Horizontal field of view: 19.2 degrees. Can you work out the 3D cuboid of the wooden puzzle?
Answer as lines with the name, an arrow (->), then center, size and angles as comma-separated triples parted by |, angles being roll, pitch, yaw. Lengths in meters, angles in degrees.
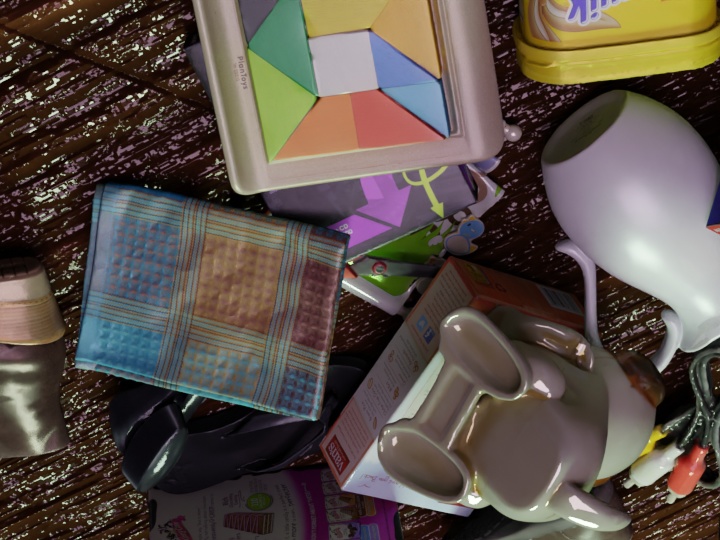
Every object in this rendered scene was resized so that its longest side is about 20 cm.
wooden puzzle -> -0.009, -0.150, 1.481 | 0.199, 0.037, 0.185 | -9, 111, 4

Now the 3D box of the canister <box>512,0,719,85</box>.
canister -> 0.177, -0.242, 1.477 | 0.148, 0.087, 0.200 | -7, 119, -3

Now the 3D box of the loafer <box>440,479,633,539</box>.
loafer -> 0.139, 0.212, 1.691 | 0.071, 0.073, 0.200 | 48, 147, -16

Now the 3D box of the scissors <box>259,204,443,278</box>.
scissors -> 0.000, 0.000, 1.623 | 0.200, 0.014, 0.073 | 18, 114, -18

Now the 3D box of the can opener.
can opener -> -0.128, 0.077, 1.628 | 0.063, 0.079, 0.200 | 3, 126, -54

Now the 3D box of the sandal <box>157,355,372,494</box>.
sandal -> -0.074, 0.133, 1.691 | 0.200, 0.043, 0.076 | -26, 120, 8

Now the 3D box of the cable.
cable -> 0.268, 0.127, 1.683 | 0.097, 0.050, 0.200 | 31, 147, 1

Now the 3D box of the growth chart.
growth chart -> 0.035, -0.056, 1.608 | 0.144, 0.018, 0.200 | 21, 118, -17

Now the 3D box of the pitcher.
pitcher -> 0.207, -0.020, 1.583 | 0.171, 0.121, 0.200 | -37, 110, 15

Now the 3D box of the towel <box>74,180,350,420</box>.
towel -> -0.113, 0.022, 1.565 | 0.199, 0.022, 0.147 | 13, 102, 16

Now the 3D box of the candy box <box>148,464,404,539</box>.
candy box -> -0.066, 0.221, 1.690 | 0.199, 0.136, 0.061 | -7, 121, -2

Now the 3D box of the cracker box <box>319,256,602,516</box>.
cracker box -> 0.077, 0.094, 1.659 | 0.134, 0.058, 0.200 | 17, 118, -36

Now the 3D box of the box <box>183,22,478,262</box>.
box -> -0.020, -0.109, 1.537 | 0.143, 0.036, 0.200 | -25, 108, 11

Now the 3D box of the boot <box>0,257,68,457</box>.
boot -> -0.321, 0.076, 1.602 | 0.199, 0.072, 0.167 | -5, 120, -7

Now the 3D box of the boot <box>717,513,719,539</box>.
boot -> 0.320, 0.130, 1.651 | 0.072, 0.200, 0.167 | 8, 137, 17

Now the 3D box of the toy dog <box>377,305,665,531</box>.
toy dog -> 0.144, 0.103, 1.540 | 0.194, 0.200, 0.140 | 28, 108, 27

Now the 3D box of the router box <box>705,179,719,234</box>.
router box -> 0.362, -0.090, 1.546 | 0.179, 0.049, 0.200 | 22, 77, -20
